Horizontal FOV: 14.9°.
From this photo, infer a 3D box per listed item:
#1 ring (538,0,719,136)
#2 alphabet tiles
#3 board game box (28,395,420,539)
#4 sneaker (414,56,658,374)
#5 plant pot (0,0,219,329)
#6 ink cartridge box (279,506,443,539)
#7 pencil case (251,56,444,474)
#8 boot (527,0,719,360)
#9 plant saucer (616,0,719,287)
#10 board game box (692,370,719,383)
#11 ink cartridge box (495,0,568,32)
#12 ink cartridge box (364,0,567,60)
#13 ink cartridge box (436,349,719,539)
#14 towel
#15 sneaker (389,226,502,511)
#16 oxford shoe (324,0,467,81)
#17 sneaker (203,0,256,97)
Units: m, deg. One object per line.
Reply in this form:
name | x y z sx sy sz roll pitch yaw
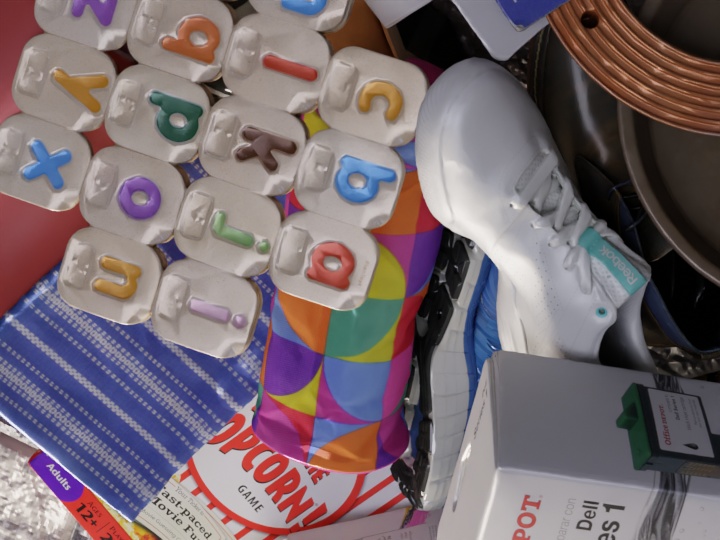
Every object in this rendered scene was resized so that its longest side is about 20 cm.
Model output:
ring | 0.175 -0.160 1.285 0.200 0.019 0.201 0 84 -1
alphabet tiles | -0.072 -0.066 1.290 0.196 0.015 0.200 18 96 12
board game box | -0.060 0.101 1.500 0.200 0.046 0.152 -38 97 26
sneaker | 0.095 -0.015 1.293 0.088 0.075 0.200 21 148 45
plant pot | -0.180 -0.063 1.399 0.177 0.200 0.200 -43 94 17
ink cartridge box | 0.032 0.189 1.461 0.200 0.068 0.117 -14 125 11
pencil case | 0.000 0.000 1.351 0.088 0.088 0.200 17 115 10
boot | 0.140 -0.050 1.337 0.075 0.097 0.200 -23 117 -21
plant saucer | 0.219 -0.075 1.300 0.200 0.029 0.200 0 83 -4
board game box | 0.255 0.136 1.410 0.165 0.057 0.200 -18 105 25
ink cartridge box | 0.105 -0.243 1.249 0.200 0.043 0.196 -34 95 -7
ink cartridge box | 0.027 -0.199 1.303 0.200 0.115 0.068 52 153 -7
ink cartridge box | 0.145 0.128 1.318 0.200 0.084 0.146 8 131 -4
towel | -0.089 0.023 1.381 0.200 0.024 0.145 -44 128 1
sneaker | 0.068 0.025 1.404 0.089 0.079 0.200 -3 115 -24
oxford shoe | -0.009 -0.144 1.372 0.071 0.071 0.200 -14 108 26
sneaker | -0.094 -0.171 1.351 0.074 0.079 0.200 -31 87 -12
